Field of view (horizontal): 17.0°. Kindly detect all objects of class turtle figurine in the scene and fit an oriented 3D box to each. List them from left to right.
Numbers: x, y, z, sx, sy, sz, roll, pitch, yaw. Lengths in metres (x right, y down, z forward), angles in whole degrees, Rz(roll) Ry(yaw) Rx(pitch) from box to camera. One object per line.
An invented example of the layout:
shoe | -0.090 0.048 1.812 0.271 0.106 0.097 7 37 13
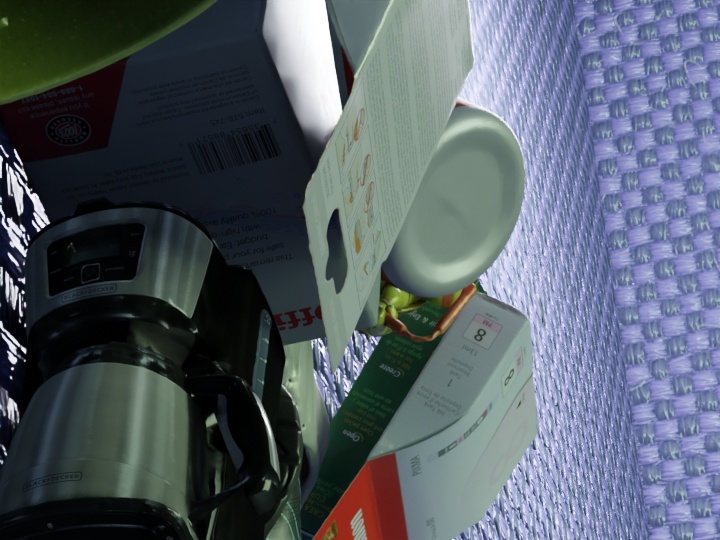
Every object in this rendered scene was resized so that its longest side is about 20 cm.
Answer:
turtle figurine | 0.000 0.000 1.512 0.200 0.160 0.065 -70 165 -59

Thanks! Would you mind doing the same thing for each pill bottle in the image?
pill bottle | -0.006 -0.070 1.447 0.115 0.199 0.117 -22 124 -36

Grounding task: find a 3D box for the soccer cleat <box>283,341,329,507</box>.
soccer cleat | -0.058 0.062 1.429 0.078 0.069 0.201 -85 162 -44

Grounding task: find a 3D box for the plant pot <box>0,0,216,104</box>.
plant pot | -0.161 -0.187 0.974 0.200 0.199 0.191 16 51 -76

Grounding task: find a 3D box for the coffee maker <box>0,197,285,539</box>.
coffee maker | -0.105 0.100 1.098 0.201 0.133 0.193 -86 -177 -48

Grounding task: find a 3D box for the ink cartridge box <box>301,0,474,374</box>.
ink cartridge box | -0.001 -0.076 1.154 0.161 0.050 0.201 81 31 -58

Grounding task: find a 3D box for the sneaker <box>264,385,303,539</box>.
sneaker | -0.067 0.156 1.319 0.079 0.075 0.202 75 18 -63

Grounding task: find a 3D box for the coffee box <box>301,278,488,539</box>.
coffee box | 0.027 0.105 1.574 0.201 0.044 0.123 -58 153 -15

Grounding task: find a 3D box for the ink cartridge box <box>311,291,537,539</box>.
ink cartridge box | 0.043 0.134 1.507 0.201 0.057 0.163 -60 161 -23

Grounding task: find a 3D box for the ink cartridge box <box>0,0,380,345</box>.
ink cartridge box | -0.082 -0.072 1.255 0.145 0.144 0.201 -86 161 -49
